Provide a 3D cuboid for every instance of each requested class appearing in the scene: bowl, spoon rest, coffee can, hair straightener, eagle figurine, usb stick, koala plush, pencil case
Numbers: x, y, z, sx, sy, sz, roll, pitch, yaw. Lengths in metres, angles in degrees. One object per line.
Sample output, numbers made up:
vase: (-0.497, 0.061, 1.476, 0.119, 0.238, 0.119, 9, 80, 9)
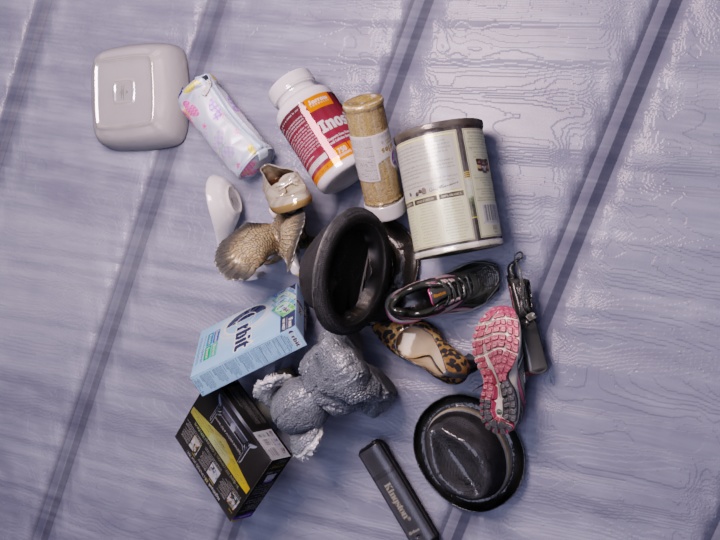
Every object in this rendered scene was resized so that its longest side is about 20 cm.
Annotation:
bowl: (-0.424, -0.330, 1.708, 0.199, 0.075, 0.201, 0, 89, 20)
spoon rest: (-0.235, -0.074, 1.635, 0.060, 0.099, 0.201, -17, 95, 18)
coffee can: (0.140, -0.127, 1.457, 0.146, 0.146, 0.201, -10, 87, 21)
hair straightener: (0.270, 0.067, 1.454, 0.041, 0.077, 0.201, -4, 83, -12)
eagle figurine: (-0.137, -0.048, 1.535, 0.151, 0.200, 0.152, 31, 102, 18)
usb stick: (0.065, 0.382, 1.557, 0.055, 0.033, 0.201, -35, 80, 17)
koala plush: (-0.070, 0.199, 1.505, 0.200, 0.184, 0.178, -35, 81, 7)
pencil case: (-0.239, -0.258, 1.632, 0.200, 0.083, 0.091, 52, 129, 11)

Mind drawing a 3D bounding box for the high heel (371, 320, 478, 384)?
high heel: (0.091, 0.126, 1.483, 0.199, 0.142, 0.072, 21, 98, 19)

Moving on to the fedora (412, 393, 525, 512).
fedora: (0.167, 0.303, 1.483, 0.199, 0.092, 0.202, 0, 91, 20)

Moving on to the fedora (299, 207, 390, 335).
fedora: (-0.038, -0.002, 1.444, 0.091, 0.200, 0.202, 8, 94, 39)

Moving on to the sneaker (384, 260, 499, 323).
sneaker: (0.135, 0.042, 1.481, 0.199, 0.086, 0.081, -23, 85, 3)

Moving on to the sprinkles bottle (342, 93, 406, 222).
sprinkles bottle: (0.023, -0.180, 1.466, 0.068, 0.068, 0.201, -3, 118, 21)

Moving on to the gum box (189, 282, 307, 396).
gum box: (-0.187, 0.115, 1.558, 0.199, 0.170, 0.045, -26, 112, 8)

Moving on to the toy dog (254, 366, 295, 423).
toy dog: (-0.186, 0.256, 1.613, 0.132, 0.096, 0.200, 43, 104, 21)

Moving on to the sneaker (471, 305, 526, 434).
sneaker: (0.225, 0.157, 1.456, 0.080, 0.075, 0.201, 1, 90, 29)

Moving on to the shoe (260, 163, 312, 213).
shoe: (-0.134, -0.141, 1.542, 0.070, 0.200, 0.054, -26, 112, -10)

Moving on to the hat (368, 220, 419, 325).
hat: (0.000, 0.000, 1.548, 0.199, 0.081, 0.202, 1, 92, 20)

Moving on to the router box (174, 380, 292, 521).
router box: (-0.222, 0.301, 1.568, 0.200, 0.052, 0.158, 49, 119, 29)

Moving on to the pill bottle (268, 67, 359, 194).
pill bottle: (-0.071, -0.240, 1.553, 0.113, 0.113, 0.200, -37, 79, 17)
